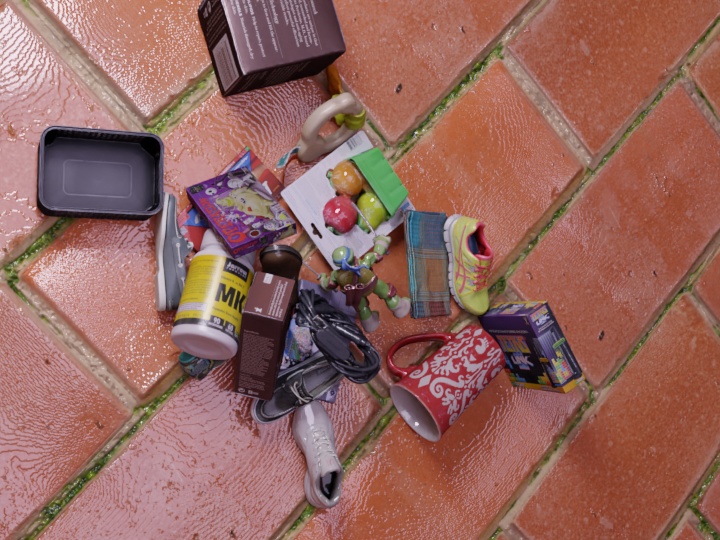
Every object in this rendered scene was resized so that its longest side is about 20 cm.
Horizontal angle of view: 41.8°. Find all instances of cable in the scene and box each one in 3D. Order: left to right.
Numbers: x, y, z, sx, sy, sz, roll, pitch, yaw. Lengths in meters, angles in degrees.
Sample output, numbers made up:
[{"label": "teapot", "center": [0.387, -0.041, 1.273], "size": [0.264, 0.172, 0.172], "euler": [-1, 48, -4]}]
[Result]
[{"label": "cable", "center": [-0.040, 0.116, 1.647], "size": [0.199, 0.164, 0.051], "euler": [40, 104, -23]}]

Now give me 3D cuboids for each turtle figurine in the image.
[{"label": "turtle figurine", "center": [0.000, 0.000, 1.685], "size": [0.144, 0.199, 0.195], "euler": [-43, 125, -13]}]

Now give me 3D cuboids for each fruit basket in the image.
[{"label": "fruit basket", "center": [-0.021, -0.126, 1.740], "size": [0.199, 0.094, 0.186], "euler": [-38, 101, -9]}]

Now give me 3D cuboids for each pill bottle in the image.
[{"label": "pill bottle", "center": [-0.240, 0.037, 1.580], "size": [0.113, 0.114, 0.203], "euler": [20, 63, -19]}]

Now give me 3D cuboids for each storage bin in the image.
[{"label": "storage bin", "center": [-0.431, -0.158, 1.564], "size": [0.197, 0.094, 0.138], "euler": [2, 86, -21]}]

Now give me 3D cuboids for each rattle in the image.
[{"label": "rattle", "center": [-0.100, -0.272, 1.724], "size": [0.199, 0.130, 0.144], "euler": [-37, 82, 11]}]

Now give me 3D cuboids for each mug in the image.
[{"label": "mug", "center": [0.158, 0.187, 1.764], "size": [0.199, 0.133, 0.179], "euler": [-38, 102, -23]}]

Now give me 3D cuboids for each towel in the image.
[{"label": "towel", "center": [0.130, -0.013, 1.783], "size": [0.146, 0.021, 0.203], "euler": [-1, 87, -55]}]

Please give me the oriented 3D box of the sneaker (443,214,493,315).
[{"label": "sneaker", "center": [0.218, -0.008, 1.805], "size": [0.078, 0.090, 0.203], "euler": [-25, 106, -37]}]

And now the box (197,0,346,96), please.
[{"label": "box", "center": [-0.158, -0.421, 1.650], "size": [0.198, 0.166, 0.167], "euler": [-18, 93, -22]}]

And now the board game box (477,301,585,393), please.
[{"label": "board game box", "center": [0.320, 0.144, 1.792], "size": [0.056, 0.200, 0.167], "euler": [-32, 98, -19]}]

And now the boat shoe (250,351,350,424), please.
[{"label": "boat shoe", "center": [-0.105, 0.201, 1.654], "size": [0.199, 0.071, 0.073], "euler": [-36, 105, -14]}]

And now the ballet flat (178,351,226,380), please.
[{"label": "ballet flat", "center": [-0.233, 0.112, 1.651], "size": [0.200, 0.074, 0.074], "euler": [-43, 102, -17]}]

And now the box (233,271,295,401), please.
[{"label": "box", "center": [-0.162, 0.112, 1.579], "size": [0.074, 0.202, 0.101], "euler": [12, 42, 2]}]

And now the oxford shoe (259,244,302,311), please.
[{"label": "oxford shoe", "center": [-0.132, 0.021, 1.609], "size": [0.071, 0.201, 0.086], "euler": [-4, 62, 0]}]

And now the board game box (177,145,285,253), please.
[{"label": "board game box", "center": [-0.235, -0.115, 1.680], "size": [0.103, 0.019, 0.200], "euler": [46, 72, -14]}]

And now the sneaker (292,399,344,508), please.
[{"label": "sneaker", "center": [-0.065, 0.326, 1.678], "size": [0.077, 0.099, 0.203], "euler": [-13, 92, -22]}]

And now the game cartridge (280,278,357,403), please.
[{"label": "game cartridge", "center": [-0.082, 0.129, 1.721], "size": [0.128, 0.038, 0.203], "euler": [18, 80, -24]}]

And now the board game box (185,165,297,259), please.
[{"label": "board game box", "center": [-0.203, -0.102, 1.590], "size": [0.119, 0.200, 0.033], "euler": [-27, 135, -18]}]

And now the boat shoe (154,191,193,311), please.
[{"label": "boat shoe", "center": [-0.319, -0.032, 1.614], "size": [0.061, 0.073, 0.203], "euler": [1, 93, -20]}]
